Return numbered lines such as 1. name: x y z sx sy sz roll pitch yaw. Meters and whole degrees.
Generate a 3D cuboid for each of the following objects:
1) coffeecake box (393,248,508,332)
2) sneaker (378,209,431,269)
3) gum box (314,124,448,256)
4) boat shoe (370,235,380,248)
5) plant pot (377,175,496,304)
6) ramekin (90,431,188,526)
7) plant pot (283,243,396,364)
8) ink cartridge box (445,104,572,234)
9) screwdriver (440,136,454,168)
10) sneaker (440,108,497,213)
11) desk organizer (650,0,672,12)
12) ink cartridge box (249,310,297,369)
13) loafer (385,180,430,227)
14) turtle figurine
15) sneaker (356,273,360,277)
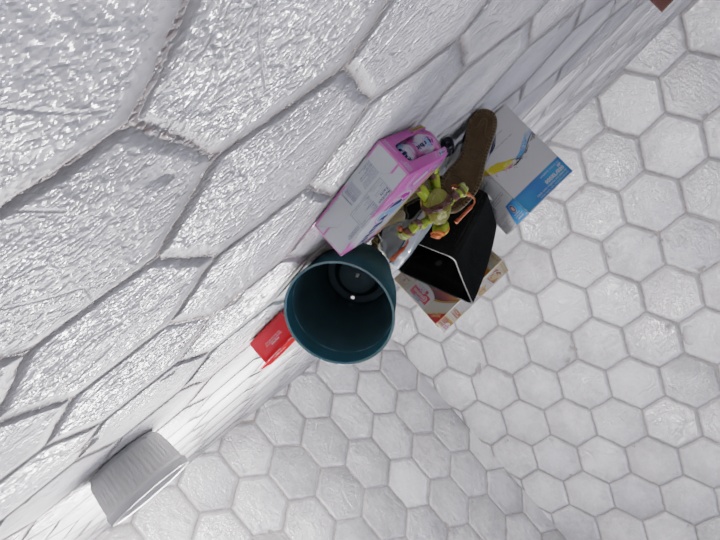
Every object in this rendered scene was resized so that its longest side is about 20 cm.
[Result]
1. coffeecake box: 0.201 0.010 1.597 0.200 0.154 0.073 -44 149 3
2. sneaker: 0.076 -0.065 1.336 0.073 0.071 0.200 -49 176 -28
3. gum box: 0.031 -0.121 1.049 0.113 0.066 0.200 -33 169 -49
4. boat shoe: 0.063 -0.057 1.649 0.074 0.076 0.200 -17 157 -23
5. plant pot: 0.176 -0.080 1.499 0.178 0.199 0.200 -56 148 -16
6. ramekin: -0.476 0.435 1.526 0.200 0.105 0.200 -41 173 -6
7. plant pot: -0.022 0.042 1.331 0.200 0.200 0.188 -45 -172 24
8. ink cartridge box: 0.308 -0.212 1.516 0.145 0.200 0.147 -42 174 -14
9. screwdriver: 0.163 -0.216 1.372 0.200 0.028 0.029 65 44 -80
10. sneaker: 0.205 -0.200 1.357 0.108 0.070 0.201 -16 129 -82
11. desk organizer: 0.650 -0.618 1.419 0.072 0.077 0.200 -38 173 -30
12. ink cartridge box: -0.163 0.135 1.580 0.116 0.067 0.200 -45 173 22
13. loafer: 0.048 -0.106 1.250 0.200 0.067 0.076 -43 173 10
14. turtle figurine: 0.113 -0.113 1.194 0.200 0.162 0.064 -34 -151 -19
15. sneaker: 0.000 0.000 1.572 0.074 0.088 0.200 -43 174 13
